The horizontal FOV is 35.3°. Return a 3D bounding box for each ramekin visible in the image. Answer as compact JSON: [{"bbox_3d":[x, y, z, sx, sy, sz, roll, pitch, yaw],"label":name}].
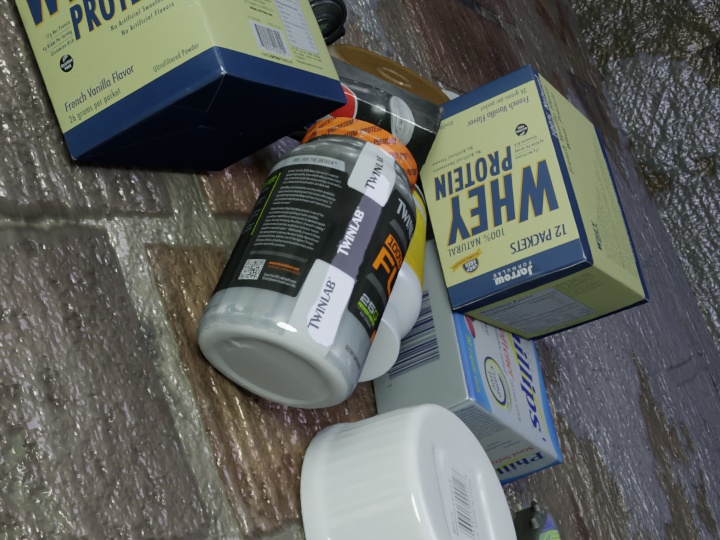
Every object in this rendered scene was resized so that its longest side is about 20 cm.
[{"bbox_3d":[0.047,0.205,0.910,0.201,0.097,0.201,47,29,-37],"label":"ramekin"}]

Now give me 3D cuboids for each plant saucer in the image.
[{"bbox_3d":[0.029,-0.193,1.207,0.199,0.036,0.200,24,22,-10],"label":"plant saucer"}]

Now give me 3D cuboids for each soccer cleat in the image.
[{"bbox_3d":[0.167,0.307,1.107,0.084,0.064,0.200,62,23,-13],"label":"soccer cleat"}]

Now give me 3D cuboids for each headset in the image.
[{"bbox_3d":[-0.055,-0.306,1.187,0.124,0.094,0.200,57,12,0],"label":"headset"}]

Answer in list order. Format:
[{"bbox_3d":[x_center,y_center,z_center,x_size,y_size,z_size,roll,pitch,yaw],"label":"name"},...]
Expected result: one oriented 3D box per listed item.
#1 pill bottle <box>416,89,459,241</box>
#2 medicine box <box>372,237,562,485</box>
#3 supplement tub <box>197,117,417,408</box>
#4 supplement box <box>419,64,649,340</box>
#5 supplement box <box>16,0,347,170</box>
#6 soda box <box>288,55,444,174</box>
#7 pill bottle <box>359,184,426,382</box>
[{"bbox_3d":[0.096,-0.113,1.307,0.113,0.112,0.201,44,31,-40],"label":"pill bottle"},{"bbox_3d":[0.099,0.098,1.119,0.200,0.103,0.183,36,37,-47],"label":"medicine box"},{"bbox_3d":[-0.031,-0.009,0.845,0.123,0.122,0.201,46,53,-37],"label":"supplement tub"},{"bbox_3d":[0.166,-0.057,1.102,0.200,0.134,0.201,21,52,-58],"label":"supplement box"},{"bbox_3d":[-0.138,-0.196,0.841,0.200,0.134,0.201,-5,72,-67],"label":"supplement box"},{"bbox_3d":[-0.029,-0.148,1.008,0.199,0.064,0.071,24,30,-1],"label":"soda box"},{"bbox_3d":[0.000,0.000,0.991,0.112,0.112,0.200,52,26,-28],"label":"pill bottle"}]
